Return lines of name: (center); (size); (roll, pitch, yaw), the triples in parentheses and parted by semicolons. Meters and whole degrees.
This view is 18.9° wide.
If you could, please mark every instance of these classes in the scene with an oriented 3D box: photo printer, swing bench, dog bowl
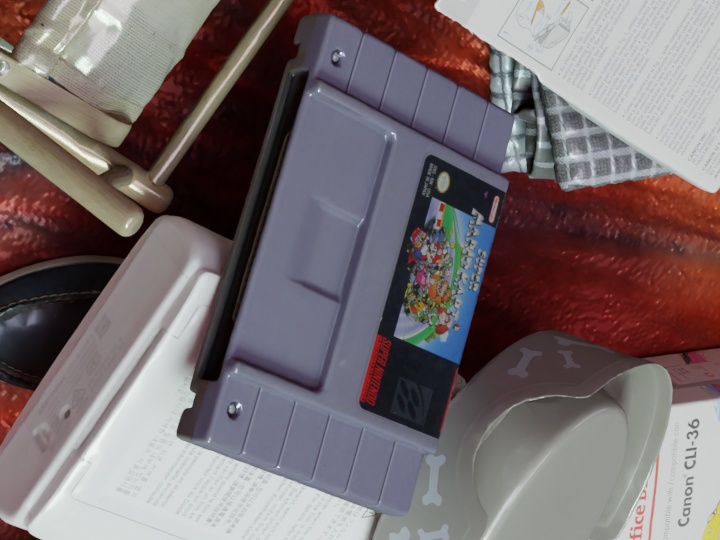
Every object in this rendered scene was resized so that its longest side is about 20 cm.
photo printer: (-0.054, 0.079, 1.040); (0.200, 0.069, 0.167); (26, 105, -37)
swing bench: (-0.119, -0.155, 0.944); (0.200, 0.130, 0.199); (36, 96, -3)
dog bowl: (0.077, 0.119, 1.096); (0.200, 0.059, 0.200); (-41, 150, -31)

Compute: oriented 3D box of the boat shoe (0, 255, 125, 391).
boat shoe: (-0.100, 0.041, 1.079); (0.200, 0.062, 0.075); (9, 107, -27)

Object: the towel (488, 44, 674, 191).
towel: (0.165, -0.132, 1.111); (0.199, 0.086, 0.166); (-10, 114, -19)

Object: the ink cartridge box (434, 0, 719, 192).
ink cartridge box: (0.135, -0.149, 1.009); (0.200, 0.050, 0.161); (28, 96, -34)

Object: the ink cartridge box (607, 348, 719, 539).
ink cartridge box: (0.181, 0.112, 1.228); (0.199, 0.067, 0.117); (-7, 113, -21)

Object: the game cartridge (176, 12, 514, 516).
game cartridge: (0.000, 0.000, 0.981); (0.129, 0.038, 0.200); (23, 77, -34)
